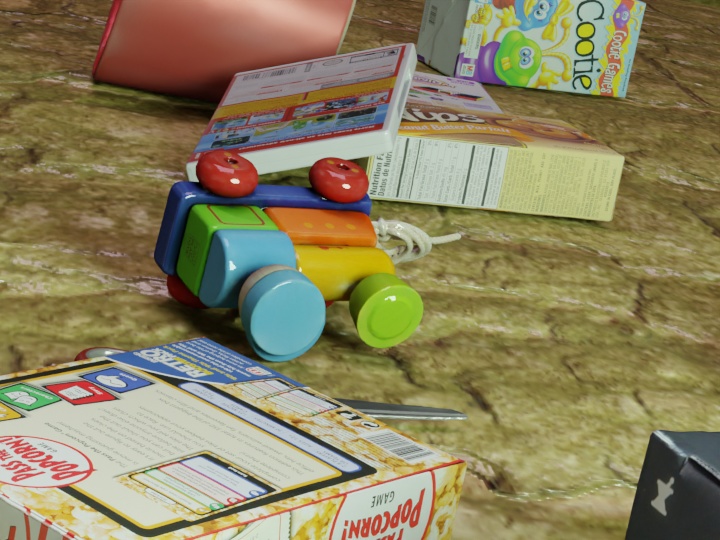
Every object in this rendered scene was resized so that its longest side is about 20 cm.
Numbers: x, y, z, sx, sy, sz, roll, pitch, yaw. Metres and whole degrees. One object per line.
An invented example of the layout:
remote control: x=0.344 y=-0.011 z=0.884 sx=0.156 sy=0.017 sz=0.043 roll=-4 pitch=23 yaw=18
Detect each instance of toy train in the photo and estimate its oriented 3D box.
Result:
toy train: x=0.000 y=0.000 z=1.061 sx=0.199 sy=0.085 sz=0.116 roll=2 pitch=28 yaw=-32

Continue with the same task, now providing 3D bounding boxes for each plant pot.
plant pot: x=-0.104 y=-0.221 z=1.593 sx=0.177 sy=0.201 sz=0.200 roll=20 pitch=13 yaw=-12

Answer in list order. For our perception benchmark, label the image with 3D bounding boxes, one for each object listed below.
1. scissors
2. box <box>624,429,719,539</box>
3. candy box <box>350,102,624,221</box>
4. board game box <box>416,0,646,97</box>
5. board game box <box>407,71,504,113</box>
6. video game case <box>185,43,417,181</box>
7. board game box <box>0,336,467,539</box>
scissors: x=-0.045 y=0.065 z=0.916 sx=0.199 sy=0.014 sz=0.073 roll=11 pitch=13 yaw=-5
box: x=0.208 y=0.141 z=0.616 sx=0.199 sy=0.118 sz=0.197 roll=5 pitch=17 yaw=-25
candy box: x=0.079 y=-0.084 z=1.449 sx=0.199 sy=0.056 sz=0.115 roll=4 pitch=16 yaw=-21
board game box: x=0.174 y=-0.246 z=2.011 sx=0.199 sy=0.105 sz=0.103 roll=3 pitch=18 yaw=-24
board game box: x=0.039 y=-0.129 z=1.613 sx=0.152 sy=0.041 sz=0.200 roll=9 pitch=15 yaw=-8
video game case: x=-0.038 y=-0.114 z=1.397 sx=0.142 sy=0.018 sz=0.200 roll=-9 pitch=22 yaw=11
board game box: x=-0.078 y=0.082 z=0.759 sx=0.151 sy=0.047 sz=0.200 roll=23 pitch=19 yaw=35
